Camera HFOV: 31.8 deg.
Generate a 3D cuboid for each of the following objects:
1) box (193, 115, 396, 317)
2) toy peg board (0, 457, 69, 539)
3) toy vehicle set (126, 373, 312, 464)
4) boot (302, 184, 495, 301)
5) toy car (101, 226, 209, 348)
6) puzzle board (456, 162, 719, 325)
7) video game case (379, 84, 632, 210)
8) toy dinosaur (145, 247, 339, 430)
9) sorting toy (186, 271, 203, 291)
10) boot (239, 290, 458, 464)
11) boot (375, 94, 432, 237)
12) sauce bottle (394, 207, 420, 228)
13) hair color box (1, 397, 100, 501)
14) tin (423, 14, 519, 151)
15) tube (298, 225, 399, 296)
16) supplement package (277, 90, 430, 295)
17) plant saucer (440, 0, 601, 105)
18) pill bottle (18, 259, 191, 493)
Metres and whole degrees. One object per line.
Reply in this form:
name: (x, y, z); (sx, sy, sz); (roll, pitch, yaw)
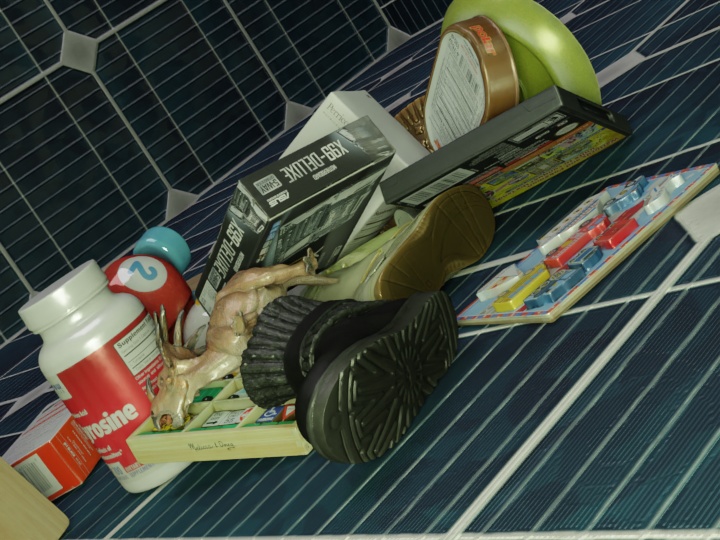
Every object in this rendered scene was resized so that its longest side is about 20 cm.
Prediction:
box: (-0.065, -0.042, 1.192); (0.157, 0.050, 0.201); (-30, -17, -34)
toy peg board: (-0.399, 0.239, 1.132); (0.098, 0.200, 0.199); (-44, 7, 23)
toy vehicle set: (-0.092, 0.114, 1.080); (0.198, 0.027, 0.124); (-10, 24, 37)
boot: (0.031, -0.001, 1.203); (0.154, 0.072, 0.200); (-25, 14, 47)
toy car: (-0.165, 0.055, 1.308); (0.198, 0.178, 0.185); (-11, 33, 32)
puzzle board: (0.176, -0.022, 1.013); (0.199, 0.018, 0.150); (-38, 12, -22)
video game case: (0.142, -0.108, 1.221); (0.198, 0.026, 0.180); (-28, -17, 28)
toy dinosaur: (-0.106, 0.042, 1.095); (0.134, 0.087, 0.200); (-2, 34, 40)
sorting toy: (-0.257, 0.089, 1.626); (0.199, 0.070, 0.199); (-26, 14, 35)
boot: (-0.032, 0.077, 0.937); (0.156, 0.081, 0.211); (-3, 16, 28)
boot: (0.060, -0.121, 1.463); (0.201, 0.075, 0.107); (-59, -13, 25)
sauce bottle: (0.119, -0.104, 1.392); (0.200, 0.065, 0.064); (-41, 14, -24)
hair color box: (-0.337, 0.195, 1.434); (0.110, 0.064, 0.200); (-31, 13, 18)
tin: (0.107, -0.168, 1.272); (0.041, 0.113, 0.201); (-14, -28, -16)
tube: (0.000, 0.000, 1.344); (0.057, 0.053, 0.200); (7, 26, 23)
supplement package: (-0.032, -0.082, 1.379); (0.201, 0.121, 0.120); (-50, -9, 18)
plant saucer: (0.154, -0.193, 1.292); (0.031, 0.201, 0.199); (-45, 16, -27)
pill bottle: (-0.227, 0.096, 1.180); (0.111, 0.201, 0.112); (-32, 11, 7)
